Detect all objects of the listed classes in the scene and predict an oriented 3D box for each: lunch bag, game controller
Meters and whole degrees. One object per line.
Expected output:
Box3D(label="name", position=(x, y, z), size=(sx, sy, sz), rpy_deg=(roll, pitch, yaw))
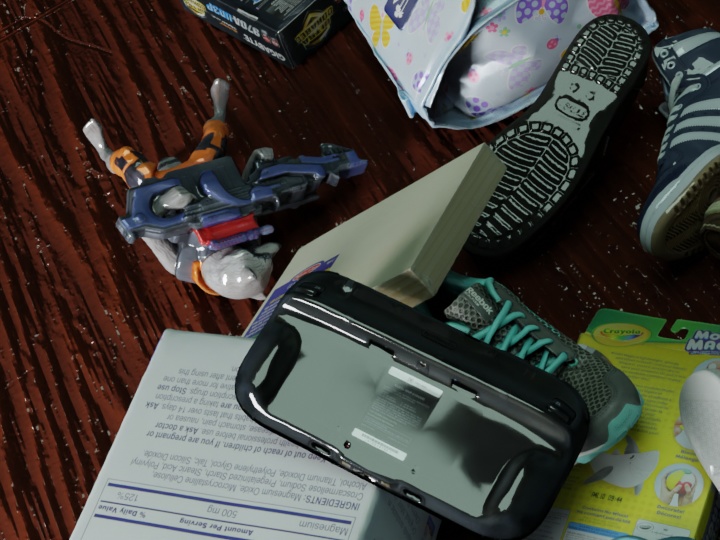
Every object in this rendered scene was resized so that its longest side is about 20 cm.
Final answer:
Box3D(label="lunch bag", position=(0.097, -0.214, 1.271), size=(0.199, 0.127, 0.170), rpy_deg=(-31, 44, 5))
Box3D(label="game controller", position=(0.028, 0.075, 0.953), size=(0.199, 0.042, 0.105), rpy_deg=(25, 74, 17))

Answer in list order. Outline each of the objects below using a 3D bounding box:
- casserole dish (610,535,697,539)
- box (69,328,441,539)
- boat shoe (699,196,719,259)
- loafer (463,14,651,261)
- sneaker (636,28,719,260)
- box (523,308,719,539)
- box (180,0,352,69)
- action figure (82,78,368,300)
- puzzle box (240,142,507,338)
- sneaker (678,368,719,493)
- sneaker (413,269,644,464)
Box3D(label="casserole dish", position=(0.168, 0.231, 0.887), size=(0.121, 0.039, 0.201), rpy_deg=(-28, 61, 7))
Box3D(label="box", position=(-0.058, 0.151, 1.007), size=(0.183, 0.105, 0.201), rpy_deg=(5, 54, 24))
Box3D(label="boat shoe", position=(0.289, 0.017, 1.032), size=(0.202, 0.075, 0.075), rpy_deg=(27, 71, 36))
Box3D(label="loafer", position=(0.144, -0.084, 1.184), size=(0.073, 0.071, 0.200), rpy_deg=(38, 87, 24))
Box3D(label="sneaker", position=(0.225, -0.093, 1.150), size=(0.108, 0.070, 0.200), rpy_deg=(28, 60, 33))
Box3D(label="box", position=(0.168, 0.115, 1.015), size=(0.117, 0.048, 0.201), rpy_deg=(9, 58, 29))
Box3D(label="box", position=(-0.044, -0.276, 1.432), size=(0.200, 0.046, 0.159), rpy_deg=(-44, 49, -17))
Box3D(label="action figure", position=(-0.101, -0.056, 1.262), size=(0.199, 0.105, 0.194), rpy_deg=(-10, 51, -20))
Box3D(label="puzzle box", position=(0.000, 0.000, 1.095), size=(0.200, 0.025, 0.133), rpy_deg=(-28, 22, 44))
Box3D(label="sneaker", position=(0.264, 0.139, 0.938), size=(0.099, 0.071, 0.201), rpy_deg=(-9, 65, -29))
Box3D(label="sneaker", position=(0.088, 0.051, 1.018), size=(0.078, 0.091, 0.200), rpy_deg=(-47, 36, -14))
